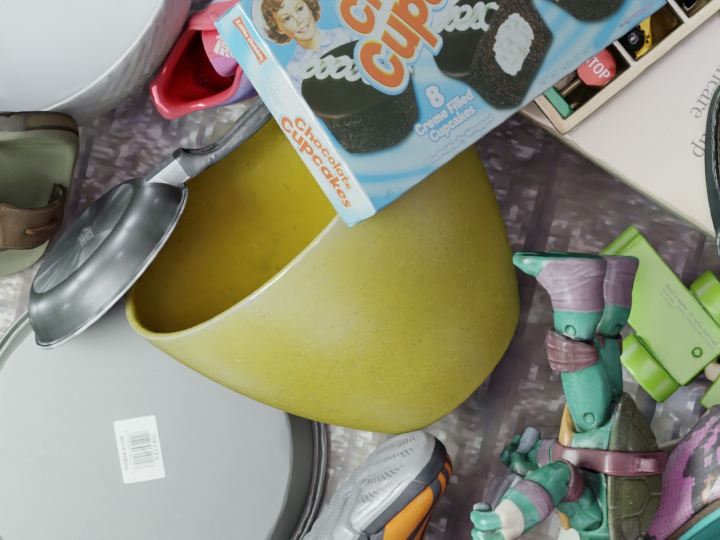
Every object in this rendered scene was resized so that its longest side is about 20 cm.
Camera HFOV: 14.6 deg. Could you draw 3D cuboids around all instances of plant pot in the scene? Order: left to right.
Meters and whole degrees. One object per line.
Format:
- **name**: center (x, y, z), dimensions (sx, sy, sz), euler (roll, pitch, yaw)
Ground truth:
- **plant pot**: center (0.000, 0.000, 1.433), dimensions (0.200, 0.200, 0.142), euler (-45, 114, 5)

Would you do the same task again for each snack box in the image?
- **snack box**: center (0.040, -0.122, 1.331), dimensions (0.200, 0.037, 0.116), euler (-36, 94, -26)

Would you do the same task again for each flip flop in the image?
- **flip flop**: center (-0.185, -0.031, 1.433), dimensions (0.081, 0.200, 0.058), euler (-2, 68, -10)

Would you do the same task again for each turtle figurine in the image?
- **turtle figurine**: center (0.103, 0.092, 1.396), dimensions (0.100, 0.150, 0.201), euler (4, 91, 3)

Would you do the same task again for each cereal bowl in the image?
- **cereal bowl**: center (-0.172, -0.158, 1.472), dimensions (0.199, 0.083, 0.201), euler (-5, 73, 16)

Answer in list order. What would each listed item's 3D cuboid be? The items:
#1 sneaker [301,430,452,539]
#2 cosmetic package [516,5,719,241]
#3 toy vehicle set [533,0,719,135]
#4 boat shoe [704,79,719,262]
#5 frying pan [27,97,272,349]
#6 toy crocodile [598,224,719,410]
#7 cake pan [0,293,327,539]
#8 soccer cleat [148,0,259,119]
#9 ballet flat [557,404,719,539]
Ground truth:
- **sneaker**: center (0.019, 0.170, 1.458), dimensions (0.112, 0.078, 0.200), euler (35, 130, -3)
- **cosmetic package**: center (0.174, -0.082, 1.457), dimensions (0.199, 0.073, 0.104), euler (32, 94, 5)
- **toy vehicle set**: center (0.086, -0.183, 1.404), dimensions (0.124, 0.027, 0.200), euler (-40, 92, 4)
- **boat shoe**: center (0.213, -0.004, 1.384), dimensions (0.071, 0.068, 0.201), euler (-10, 88, 9)
- **frying pan**: center (-0.108, -0.029, 1.445), dimensions (0.031, 0.115, 0.190), euler (42, 115, -18)
- **toy crocodile**: center (0.196, 0.060, 1.468), dimensions (0.068, 0.062, 0.200), euler (-45, 82, 5)
- **cake pan**: center (-0.118, 0.097, 1.507), dimensions (0.199, 0.037, 0.202), euler (0, 91, 6)
- **soccer cleat**: center (-0.041, -0.135, 1.424), dimensions (0.067, 0.200, 0.076), euler (51, 54, -3)
- **ballet flat**: center (0.142, 0.140, 1.453), dimensions (0.200, 0.069, 0.071), euler (-48, 51, 34)
